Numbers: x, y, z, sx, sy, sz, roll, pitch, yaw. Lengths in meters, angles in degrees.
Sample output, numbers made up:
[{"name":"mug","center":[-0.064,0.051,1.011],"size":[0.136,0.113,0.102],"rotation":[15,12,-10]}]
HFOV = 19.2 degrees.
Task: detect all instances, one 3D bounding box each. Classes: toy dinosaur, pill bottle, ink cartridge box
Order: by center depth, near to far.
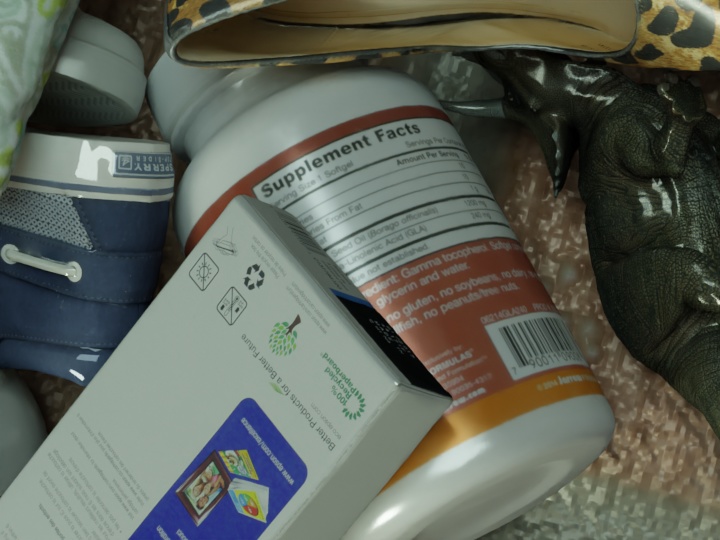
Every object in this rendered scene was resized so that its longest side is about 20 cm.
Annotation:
[{"name":"ink cartridge box","center":[-0.065,0.082,0.712],"size":[0.200,0.039,0.100],"rotation":[-50,57,13]},{"name":"pill bottle","center":[0.000,0.000,0.778],"size":[0.112,0.112,0.200],"rotation":[-29,72,2]},{"name":"toy dinosaur","center":[0.116,-0.014,0.785],"size":[0.077,0.102,0.201],"rotation":[-20,83,-36]}]

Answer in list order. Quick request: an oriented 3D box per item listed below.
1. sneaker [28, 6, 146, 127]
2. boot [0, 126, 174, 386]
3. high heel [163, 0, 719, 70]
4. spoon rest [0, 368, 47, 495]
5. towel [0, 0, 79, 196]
[{"name":"sneaker","center":[-0.146,-0.125,0.834],"size":[0.199,0.074,0.116],"rotation":[15,75,37]},{"name":"boot","center":[-0.151,-0.012,0.809],"size":[0.200,0.073,0.091],"rotation":[10,98,45]},{"name":"high heel","center":[0.037,-0.081,0.715],"size":[0.200,0.072,0.143],"rotation":[27,52,30]},{"name":"spoon rest","center":[-0.200,0.029,0.828],"size":[0.200,0.099,0.061],"rotation":[40,118,28]},{"name":"towel","center":[-0.171,-0.143,0.740],"size":[0.171,0.048,0.201],"rotation":[20,74,-3]}]
